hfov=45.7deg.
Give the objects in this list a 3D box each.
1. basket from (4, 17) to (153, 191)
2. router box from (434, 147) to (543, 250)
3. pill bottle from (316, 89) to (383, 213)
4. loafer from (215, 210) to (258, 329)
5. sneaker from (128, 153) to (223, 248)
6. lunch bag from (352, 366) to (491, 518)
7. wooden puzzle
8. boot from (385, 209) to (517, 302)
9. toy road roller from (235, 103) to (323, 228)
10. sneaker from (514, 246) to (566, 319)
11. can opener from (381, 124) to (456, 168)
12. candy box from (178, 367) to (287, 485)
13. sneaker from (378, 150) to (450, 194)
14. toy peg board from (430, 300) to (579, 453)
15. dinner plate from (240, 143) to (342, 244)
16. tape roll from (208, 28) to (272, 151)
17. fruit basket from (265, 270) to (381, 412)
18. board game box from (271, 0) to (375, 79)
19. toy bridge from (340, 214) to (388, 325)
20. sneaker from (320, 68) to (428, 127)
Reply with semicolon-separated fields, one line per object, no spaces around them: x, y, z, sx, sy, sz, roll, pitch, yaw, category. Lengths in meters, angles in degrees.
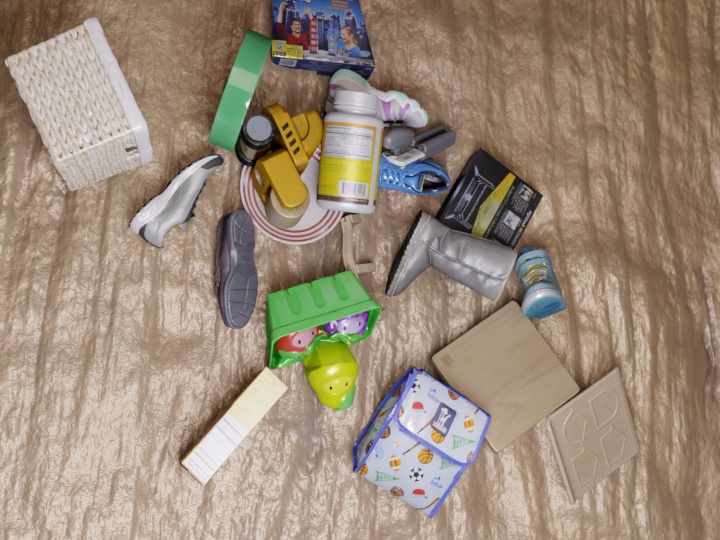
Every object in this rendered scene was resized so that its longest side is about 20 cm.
-0.449;-0.258;1.388;0.159;0.198;0.203;-27;88;-14;basket
0.234;-0.103;1.616;0.156;0.052;0.202;35;73;-7;router box
-0.017;-0.206;1.490;0.106;0.109;0.205;5;95;-14;pill bottle
-0.220;0.000;1.479;0.071;0.062;0.206;8;80;-44;loafer
-0.306;-0.123;1.471;0.079;0.074;0.200;46;78;-12;sneaker
0.103;0.282;1.436;0.168;0.124;0.202;32;102;-9;lunch bag
0.423;0.299;1.571;0.198;0.046;0.189;-31;113;-23;wooden puzzle
0.162;0.005;1.544;0.197;0.073;0.184;26;103;-11;boot
-0.120;-0.190;1.476;0.144;0.123;0.204;-24;86;-18;toy road roller
0.317;0.014;1.562;0.078;0.200;0.133;-21;76;13;sneaker
0.111;-0.235;1.563;0.052;0.068;0.198;31;34;26;can opener
-0.209;0.253;1.395;0.055;0.115;0.201;42;72;-3;candy box
0.072;-0.177;1.566;0.195;0.079;0.068;5;108;-14;sneaker
0.254;0.202;1.555;0.198;0.098;0.201;-31;73;-17;toy peg board
-0.121;-0.146;1.544;0.195;0.024;0.206;3;79;-14;dinner plate
-0.205;-0.307;1.458;0.047;0.200;0.205;20;75;-10;tape roll
-0.059;0.130;1.454;0.210;0.156;0.220;4;62;-8;fruit basket
-0.073;-0.474;1.600;0.195;0.062;0.205;3;78;-15;board game box
0.000;0.000;1.528;0.067;0.027;0.205;-5;77;-58;toy bridge
0.018;-0.271;1.584;0.196;0.078;0.143;22;76;0;sneaker
